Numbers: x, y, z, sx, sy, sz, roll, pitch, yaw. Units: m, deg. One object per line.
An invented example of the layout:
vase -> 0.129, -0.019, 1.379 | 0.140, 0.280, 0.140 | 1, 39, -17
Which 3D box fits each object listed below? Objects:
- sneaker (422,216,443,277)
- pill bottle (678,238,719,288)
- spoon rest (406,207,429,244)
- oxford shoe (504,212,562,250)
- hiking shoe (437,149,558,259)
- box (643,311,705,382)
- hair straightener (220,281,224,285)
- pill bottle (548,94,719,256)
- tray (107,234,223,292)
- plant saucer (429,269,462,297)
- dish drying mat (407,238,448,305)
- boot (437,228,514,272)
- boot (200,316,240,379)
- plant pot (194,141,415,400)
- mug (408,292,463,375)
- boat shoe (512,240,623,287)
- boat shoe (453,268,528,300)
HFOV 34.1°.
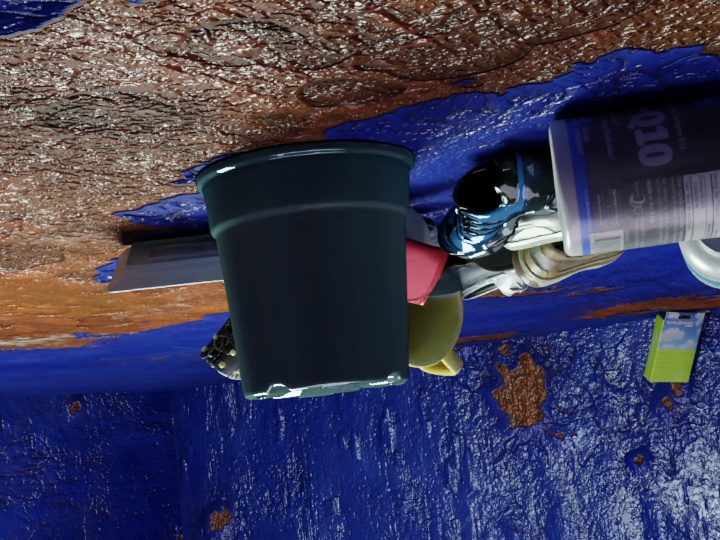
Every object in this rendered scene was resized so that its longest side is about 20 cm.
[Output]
sneaker -> 0.000, 0.000, 1.323 | 0.198, 0.086, 0.077 | -9, -164, 22
pill bottle -> 0.422, -0.041, 1.349 | 0.109, 0.112, 0.200 | -9, 172, 16
spoon rest -> -0.004, 0.001, 1.258 | 0.099, 0.061, 0.201 | 26, 122, -20
oxford shoe -> 0.206, -0.071, 1.167 | 0.199, 0.058, 0.075 | -17, -152, 46
hiking shoe -> 0.116, -0.069, 1.112 | 0.086, 0.075, 0.200 | 6, 157, -26
box -> 0.824, 0.195, 3.081 | 0.120, 0.203, 0.048 | 2, -159, -16
hair straightener -> -0.184, 0.009, 1.442 | 0.076, 0.041, 0.199 | -11, 176, 32
pill bottle -> 0.258, -0.080, 0.951 | 0.197, 0.115, 0.114 | -8, 172, 9
tray -> -0.168, -0.016, 1.257 | 0.197, 0.022, 0.108 | -6, -158, -1
plant saucer -> 0.028, 0.001, 1.443 | 0.197, 0.028, 0.200 | 4, -170, -1
dish drying mat -> -0.014, -0.015, 1.196 | 0.198, 0.018, 0.077 | 15, 125, -12
boot -> 0.197, -0.036, 1.397 | 0.172, 0.070, 0.199 | -2, -179, -31
boot -> -0.140, 0.058, 1.416 | 0.154, 0.073, 0.203 | -50, 158, 6
plant pot -> -0.040, 0.009, 1.035 | 0.197, 0.199, 0.200 | -5, 172, -1
mug -> 0.048, 0.077, 1.674 | 0.148, 0.189, 0.152 | -18, -172, -33
boat shoe -> 0.253, -0.041, 1.265 | 0.199, 0.072, 0.076 | -30, 170, -39
boat shoe -> 0.202, 0.000, 1.605 | 0.071, 0.069, 0.199 | 2, 168, -44
